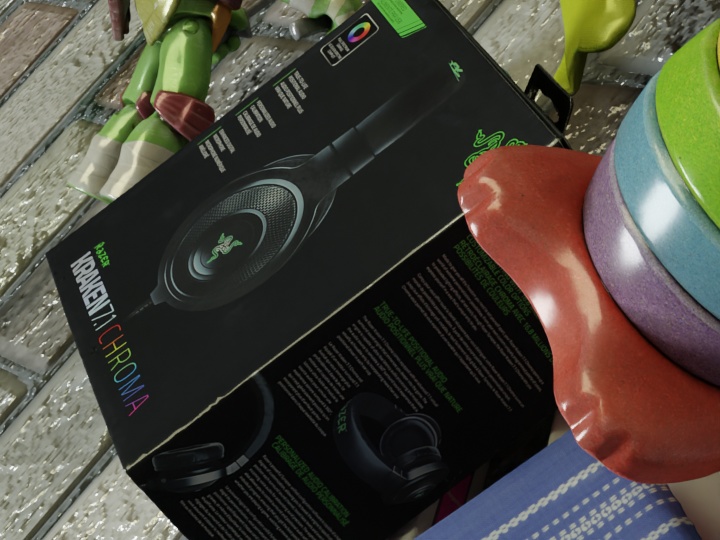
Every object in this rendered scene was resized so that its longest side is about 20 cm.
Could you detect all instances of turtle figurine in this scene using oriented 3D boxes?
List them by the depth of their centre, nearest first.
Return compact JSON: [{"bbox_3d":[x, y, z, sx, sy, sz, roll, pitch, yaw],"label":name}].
[{"bbox_3d":[-0.052,-0.106,1.154,0.144,0.200,0.194,23,87,34],"label":"turtle figurine"}]

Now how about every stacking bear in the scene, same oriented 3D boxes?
[{"bbox_3d":[0.142,-0.043,0.680,0.200,0.114,0.122,-47,55,36],"label":"stacking bear"}]

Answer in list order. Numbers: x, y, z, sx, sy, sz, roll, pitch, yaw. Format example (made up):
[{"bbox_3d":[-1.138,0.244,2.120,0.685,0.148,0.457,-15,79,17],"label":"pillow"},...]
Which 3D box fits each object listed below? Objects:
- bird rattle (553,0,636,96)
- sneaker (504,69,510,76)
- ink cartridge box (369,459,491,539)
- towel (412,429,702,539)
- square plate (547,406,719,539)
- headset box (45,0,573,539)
[{"bbox_3d":[0.146,-0.147,0.974,0.163,0.113,0.200,4,23,25],"label":"bird rattle"},{"bbox_3d":[-0.008,-0.027,0.993,0.086,0.078,0.200,11,58,51],"label":"sneaker"},{"bbox_3d":[-0.003,0.092,0.867,0.095,0.037,0.200,-17,39,35],"label":"ink cartridge box"},{"bbox_3d":[0.054,0.136,0.700,0.145,0.024,0.200,-36,32,4],"label":"towel"},{"bbox_3d":[0.134,0.089,0.716,0.200,0.028,0.198,-20,36,33],"label":"square plate"},{"bbox_3d":[0.000,0.000,0.861,0.200,0.093,0.174,-37,31,4],"label":"headset box"}]
